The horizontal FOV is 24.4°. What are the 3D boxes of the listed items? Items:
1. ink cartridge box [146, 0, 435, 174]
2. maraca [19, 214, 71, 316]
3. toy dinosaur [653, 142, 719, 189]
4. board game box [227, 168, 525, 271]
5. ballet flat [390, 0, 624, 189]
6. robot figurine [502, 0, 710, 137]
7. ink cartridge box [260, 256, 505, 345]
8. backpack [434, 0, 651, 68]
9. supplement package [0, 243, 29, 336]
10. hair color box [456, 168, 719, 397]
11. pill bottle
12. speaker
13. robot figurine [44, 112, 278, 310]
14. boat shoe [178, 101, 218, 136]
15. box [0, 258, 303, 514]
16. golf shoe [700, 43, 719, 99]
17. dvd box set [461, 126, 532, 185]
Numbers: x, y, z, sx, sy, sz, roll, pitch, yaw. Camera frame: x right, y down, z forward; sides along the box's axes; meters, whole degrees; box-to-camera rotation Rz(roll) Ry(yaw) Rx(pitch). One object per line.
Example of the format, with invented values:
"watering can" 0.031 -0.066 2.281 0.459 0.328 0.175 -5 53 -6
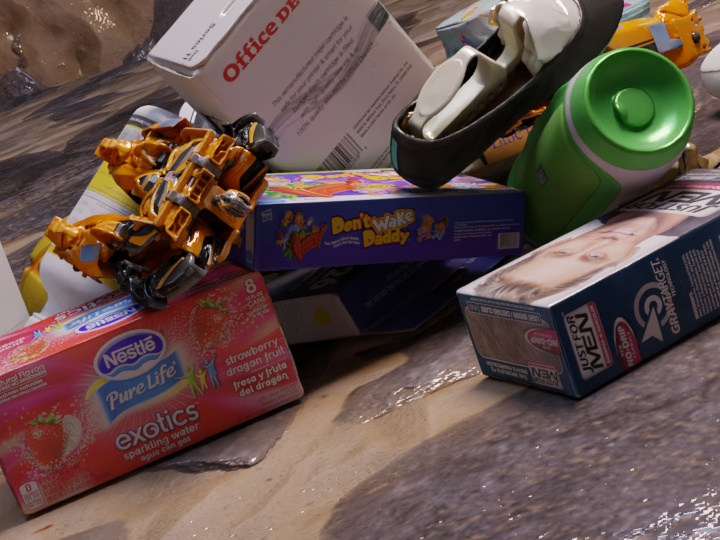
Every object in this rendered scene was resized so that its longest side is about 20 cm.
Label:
"ink cartridge box" -0.039 -0.141 1.238 0.147 0.200 0.083 -51 36 -11
"maraca" -0.206 -0.007 1.379 0.137 0.107 0.200 -23 20 46
"toy dinosaur" 0.233 -0.076 1.244 0.101 0.058 0.200 11 10 18
"board game box" -0.006 -0.038 1.150 0.200 0.045 0.134 -4 12 -26
"ballet flat" 0.098 -0.135 1.106 0.200 0.068 0.068 -45 54 -8
"robot figurine" 0.147 -0.142 1.228 0.200 0.058 0.145 -18 -1 -20
"ink cartridge box" 0.000 0.000 1.256 0.200 0.047 0.198 -11 15 36
"backpack" 0.174 -0.191 1.518 0.200 0.154 0.176 -14 4 -15
"supplement package" -0.357 0.051 1.205 0.147 0.200 0.191 -10 17 28
"hair color box" 0.170 0.002 1.012 0.200 0.061 0.100 -27 17 -25
"pill bottle" -0.168 -0.014 1.239 0.200 0.112 0.112 -59 24 -6
"speaker" 0.156 -0.075 1.113 0.088 0.089 0.200 -23 -12 -15
"robot figurine" -0.131 -0.044 1.086 0.200 0.058 0.145 -1 57 58
"boat shoe" -0.115 -0.054 1.342 0.068 0.074 0.200 -10 62 40
"box" -0.152 0.069 1.095 0.200 0.096 0.100 -22 16 -13
"golf shoe" 0.326 -0.153 1.347 0.092 0.073 0.200 -25 16 -16
"dvd box set" 0.138 -0.100 1.369 0.200 0.029 0.146 -22 -8 -12
